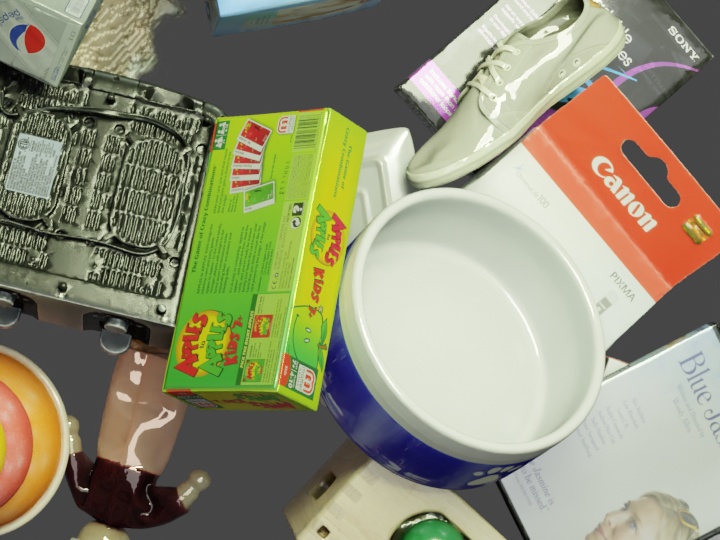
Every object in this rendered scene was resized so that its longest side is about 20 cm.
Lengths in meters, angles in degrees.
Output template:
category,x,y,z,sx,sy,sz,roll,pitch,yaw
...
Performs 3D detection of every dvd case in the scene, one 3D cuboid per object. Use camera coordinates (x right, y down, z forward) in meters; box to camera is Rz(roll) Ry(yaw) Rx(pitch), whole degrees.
category,x,y,z,sx,sy,sz,roll,pitch,yaw
dvd case,0.205,0.145,1.708,0.200,0.018,0.143,-27,94,-4

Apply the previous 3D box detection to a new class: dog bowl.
category,x,y,z,sx,sy,sz,roll,pitch,yaw
dog bowl,0.066,0.048,1.614,0.200,0.079,0.200,14,58,-24

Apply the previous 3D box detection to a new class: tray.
category,x,y,z,sx,sy,sz,roll,pitch,yaw
tray,0.000,0.000,1.719,0.107,0.022,0.200,-7,93,26

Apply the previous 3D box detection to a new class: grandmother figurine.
category,x,y,z,sx,sy,sz,roll,pitch,yaw
grandmother figurine,-0.169,0.144,1.716,0.121,0.061,0.200,20,93,21

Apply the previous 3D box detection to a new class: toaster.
category,x,y,z,sx,sy,sz,roll,pitch,yaw
toaster,-0.195,-0.051,1.652,0.180,0.119,0.200,13,72,-5

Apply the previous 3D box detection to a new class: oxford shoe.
category,x,y,z,sx,sy,sz,roll,pitch,yaw
oxford shoe,0.105,-0.133,1.688,0.200,0.075,0.058,-40,117,-10

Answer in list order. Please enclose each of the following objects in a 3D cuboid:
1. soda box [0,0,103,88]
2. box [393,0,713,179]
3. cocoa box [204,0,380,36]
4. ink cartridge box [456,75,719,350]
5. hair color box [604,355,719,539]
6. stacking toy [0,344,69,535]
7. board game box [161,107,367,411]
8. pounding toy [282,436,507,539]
category,x,y,z,sx,sy,sz,roll,pitch,yaw
soda box,-0.201,-0.222,1.637,0.063,0.068,0.200,25,44,-6
box,0.146,-0.149,1.748,0.200,0.036,0.143,-42,95,-4
cocoa box,-0.053,-0.244,1.642,0.133,0.200,0.132,-11,93,-4
ink cartridge box,0.151,-0.021,1.701,0.200,0.047,0.160,-38,96,28
hair color box,0.254,0.147,1.753,0.200,0.064,0.111,21,91,-7
stacking toy,-0.292,0.123,1.622,0.146,0.200,0.146,0,89,5
board game box,-0.064,-0.007,1.579,0.101,0.048,0.200,-2,70,37
pounding toy,0.015,0.206,1.661,0.184,0.200,0.142,43,88,-5
